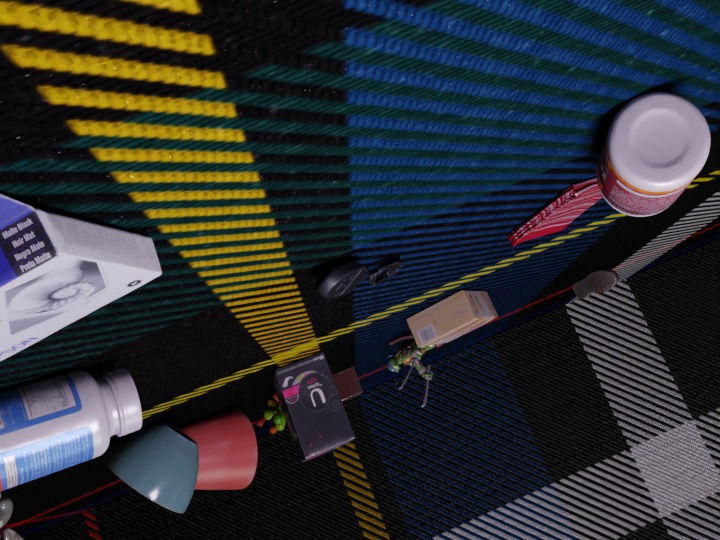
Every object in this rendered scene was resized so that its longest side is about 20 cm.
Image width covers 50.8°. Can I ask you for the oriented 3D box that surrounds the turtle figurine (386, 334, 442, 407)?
[{"bbox_3d":[0.172,0.228,1.944,0.193,0.144,0.200,-42,-151,4],"label":"turtle figurine"}]

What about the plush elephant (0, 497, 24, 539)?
[{"bbox_3d":[-0.792,0.554,1.581,0.162,0.157,0.200,-19,166,-14],"label":"plush elephant"}]

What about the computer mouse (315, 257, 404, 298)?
[{"bbox_3d":[0.000,0.000,1.052,0.059,0.034,0.199,-49,162,26],"label":"computer mouse"}]

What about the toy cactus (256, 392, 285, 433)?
[{"bbox_3d":[-0.191,0.359,2.066,0.199,0.103,0.165,-39,179,44],"label":"toy cactus"}]

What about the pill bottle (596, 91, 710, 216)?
[{"bbox_3d":[0.352,-0.131,0.937,0.111,0.115,0.200,-24,167,7],"label":"pill bottle"}]

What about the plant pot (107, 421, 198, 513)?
[{"bbox_3d":[-0.431,0.414,1.658,0.136,0.198,0.200,-58,174,-13],"label":"plant pot"}]

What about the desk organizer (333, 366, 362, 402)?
[{"bbox_3d":[-0.096,0.353,2.184,0.197,0.078,0.072,-21,167,-10],"label":"desk organizer"}]

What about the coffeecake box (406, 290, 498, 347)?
[{"bbox_3d":[0.218,0.111,1.773,0.152,0.074,0.199,-29,167,22],"label":"coffeecake box"}]

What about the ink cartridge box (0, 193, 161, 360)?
[{"bbox_3d":[-0.283,0.018,0.581,0.197,0.041,0.200,-26,167,12],"label":"ink cartridge box"}]

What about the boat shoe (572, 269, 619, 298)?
[{"bbox_3d":[0.776,0.032,2.479,0.073,0.076,0.199,-27,179,-27],"label":"boat shoe"}]

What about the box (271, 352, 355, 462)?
[{"bbox_3d":[-0.107,0.303,1.679,0.120,0.203,0.106,-19,168,-17],"label":"box"}]

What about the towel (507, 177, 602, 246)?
[{"bbox_3d":[0.345,-0.103,1.252,0.142,0.023,0.200,-18,166,-27],"label":"towel"}]

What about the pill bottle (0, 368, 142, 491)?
[{"bbox_3d":[-0.381,0.192,0.947,0.197,0.114,0.112,-14,165,-32],"label":"pill bottle"}]

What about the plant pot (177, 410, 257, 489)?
[{"bbox_3d":[-0.381,0.459,1.903,0.175,0.204,0.200,2,154,-39],"label":"plant pot"}]
